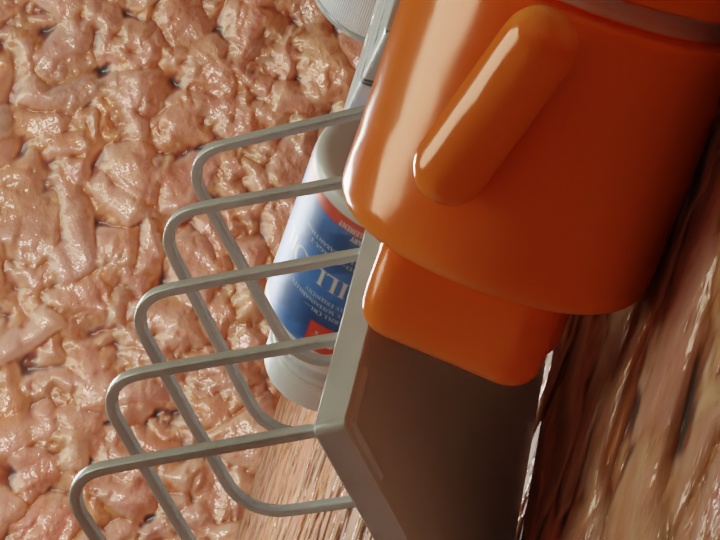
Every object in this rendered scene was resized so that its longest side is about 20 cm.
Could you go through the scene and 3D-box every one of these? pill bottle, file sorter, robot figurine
[{"bbox_3d":[0.000,0.000,1.586,0.113,0.112,0.201,-75,4,-46],"label":"pill bottle"},{"bbox_3d":[-0.015,0.047,0.956,0.201,0.124,0.139,-74,-34,-47],"label":"file sorter"},{"bbox_3d":[0.064,-0.064,0.823,0.117,0.143,0.201,36,113,46],"label":"robot figurine"}]

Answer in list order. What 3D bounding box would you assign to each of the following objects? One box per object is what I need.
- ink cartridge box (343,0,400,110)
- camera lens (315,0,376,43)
[{"bbox_3d":[0.045,-0.162,1.567,0.200,0.066,0.117,123,164,-75],"label":"ink cartridge box"},{"bbox_3d":[0.039,-0.294,2.124,0.200,0.159,0.161,119,169,-72],"label":"camera lens"}]
